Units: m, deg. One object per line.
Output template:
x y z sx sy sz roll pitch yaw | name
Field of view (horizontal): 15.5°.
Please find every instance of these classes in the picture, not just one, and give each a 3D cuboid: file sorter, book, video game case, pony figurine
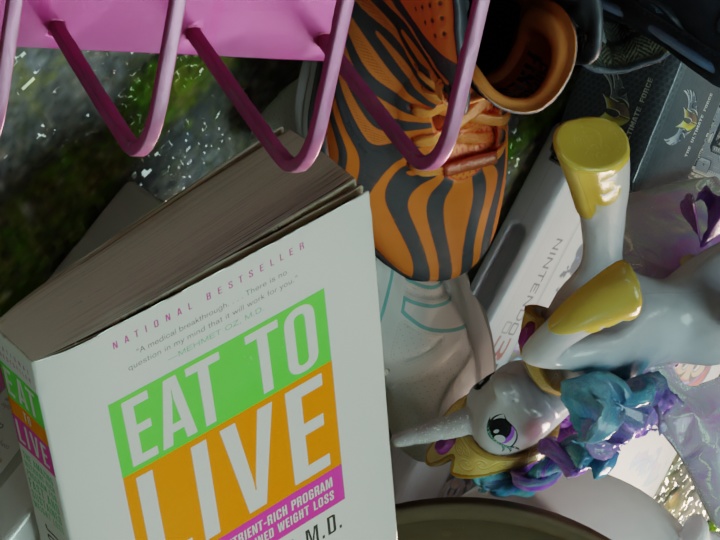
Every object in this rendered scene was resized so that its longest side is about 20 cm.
-0.068 -0.108 0.772 0.199 0.125 0.139 1 118 -23 | file sorter
-0.054 0.066 0.933 0.133 0.048 0.200 -32 138 -25 | book
0.108 0.034 1.213 0.200 0.024 0.182 14 106 -52 | video game case
0.122 0.016 0.992 0.192 0.167 0.200 -7 151 -22 | pony figurine

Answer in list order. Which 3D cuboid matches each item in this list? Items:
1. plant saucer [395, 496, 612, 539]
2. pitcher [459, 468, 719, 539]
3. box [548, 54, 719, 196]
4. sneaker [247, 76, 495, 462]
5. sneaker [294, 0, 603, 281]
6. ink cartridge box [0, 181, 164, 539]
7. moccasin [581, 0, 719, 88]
0.046 0.170 1.086 0.030 0.199 0.201 -79 176 -58 | plant saucer
0.130 0.145 1.182 0.171 0.121 0.200 -38 142 20 | pitcher
0.174 -0.117 1.133 0.157 0.051 0.201 14 98 -52 | box
0.000 0.000 1.039 0.080 0.070 0.201 -30 129 -23 | sneaker
0.031 -0.062 0.907 0.077 0.112 0.200 -24 129 -17 | sneaker
-0.101 0.083 0.979 0.200 0.067 0.116 -52 143 -6 | ink cartridge box
0.085 -0.103 0.946 0.080 0.200 0.068 6 99 -22 | moccasin
